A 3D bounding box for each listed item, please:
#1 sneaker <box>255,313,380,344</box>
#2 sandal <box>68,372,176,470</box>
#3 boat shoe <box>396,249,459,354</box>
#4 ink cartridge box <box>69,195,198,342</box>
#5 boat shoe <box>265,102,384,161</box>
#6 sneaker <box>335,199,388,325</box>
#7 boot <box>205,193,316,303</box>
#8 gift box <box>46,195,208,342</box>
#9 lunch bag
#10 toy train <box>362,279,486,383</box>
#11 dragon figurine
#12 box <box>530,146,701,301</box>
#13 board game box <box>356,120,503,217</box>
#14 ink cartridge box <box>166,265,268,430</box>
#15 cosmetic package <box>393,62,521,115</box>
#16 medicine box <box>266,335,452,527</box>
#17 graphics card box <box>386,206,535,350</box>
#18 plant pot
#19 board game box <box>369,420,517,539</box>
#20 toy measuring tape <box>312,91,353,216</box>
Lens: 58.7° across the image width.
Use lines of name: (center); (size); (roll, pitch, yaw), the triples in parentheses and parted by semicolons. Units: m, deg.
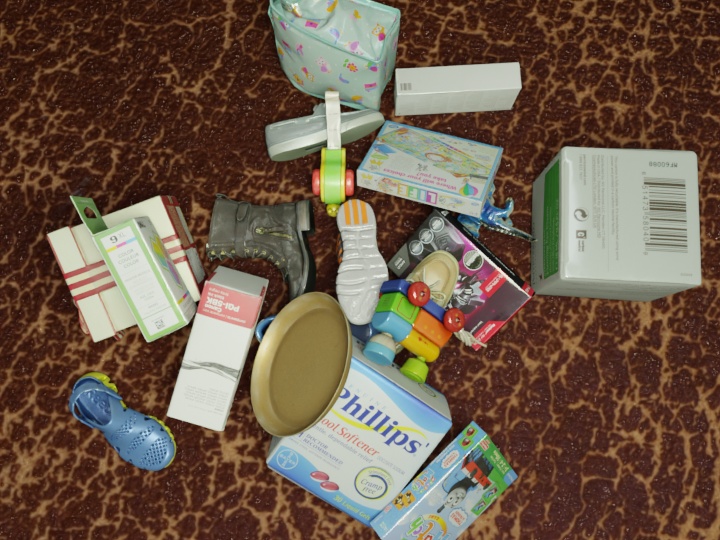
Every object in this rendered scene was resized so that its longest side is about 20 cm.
sneaker: (-0.068, 0.097, 0.970); (0.199, 0.082, 0.074); (-5, 76, 18)
sandal: (-0.369, 0.233, 0.970); (0.200, 0.087, 0.080); (35, 80, 4)
boat shoe: (0.079, 0.059, 0.972); (0.073, 0.063, 0.200); (36, 107, 12)
ink cartridge box: (-0.286, -0.016, 0.825); (0.059, 0.104, 0.200); (-26, 99, -5)
boat shoe: (-0.063, -0.242, 1.058); (0.200, 0.070, 0.072); (-17, 85, 0)
sneaker: (0.000, 0.000, 0.990); (0.077, 0.112, 0.200); (0, 66, -2)
boot: (-0.162, -0.029, 1.032); (0.174, 0.069, 0.201); (-2, 76, 6)
gift box: (-0.343, -0.001, 0.968); (0.186, 0.200, 0.185); (-21, 94, -7)
lunch bag: (-0.046, -0.360, 1.029); (0.200, 0.170, 0.122); (21, 75, 6)
toy train: (0.096, 0.107, 0.898); (0.200, 0.085, 0.116); (36, 67, -25)
dragon figurine: (0.186, -0.085, 1.013); (0.099, 0.059, 0.200); (-26, 57, -12)
box: (0.376, -0.064, 0.972); (0.199, 0.171, 0.200); (3, 80, 2)
board game box: (0.111, -0.165, 1.015); (0.200, 0.034, 0.135); (17, 52, 14)
ink cartridge box: (-0.204, 0.107, 0.930); (0.083, 0.147, 0.200); (17, 97, -7)
cosmetic package: (0.156, -0.300, 1.062); (0.199, 0.083, 0.051); (-3, 77, -1)
medicine box: (-0.003, 0.224, 0.915); (0.182, 0.103, 0.200); (34, 101, -7)
graphics card box: (0.154, 0.011, 0.997); (0.200, 0.051, 0.126); (45, 113, 8)
plant pot: (-0.077, 0.127, 0.871); (0.027, 0.200, 0.200); (27, 78, -38)
board game box: (0.126, 0.328, 0.924); (0.200, 0.151, 0.037); (-42, 42, -6)
toy measuring tape: (-0.043, -0.174, 1.005); (0.073, 0.074, 0.200); (1, 118, 1)
